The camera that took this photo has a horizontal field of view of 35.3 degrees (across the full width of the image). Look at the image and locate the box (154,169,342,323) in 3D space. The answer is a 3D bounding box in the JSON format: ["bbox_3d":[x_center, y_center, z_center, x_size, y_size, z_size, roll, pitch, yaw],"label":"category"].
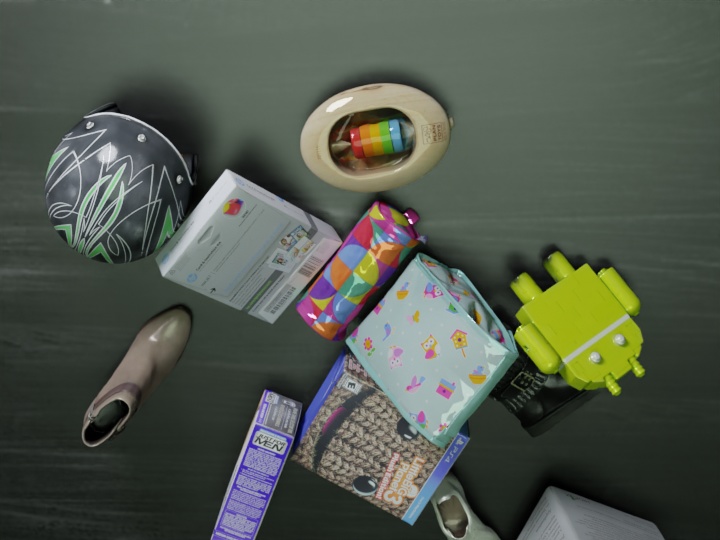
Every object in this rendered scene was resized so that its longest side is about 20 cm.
[{"bbox_3d":[-0.143,-0.025,1.471,0.199,0.041,0.156,26,112,-44],"label":"box"}]

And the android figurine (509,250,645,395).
[{"bbox_3d":[0.289,0.072,1.481,0.181,0.041,0.201,-29,72,-23],"label":"android figurine"}]

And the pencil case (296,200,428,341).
[{"bbox_3d":[0.000,0.000,1.506,0.088,0.089,0.200,37,107,-10],"label":"pencil case"}]

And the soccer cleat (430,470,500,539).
[{"bbox_3d":[0.151,0.378,1.628,0.069,0.078,0.201,-27,112,11],"label":"soccer cleat"}]

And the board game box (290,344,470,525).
[{"bbox_3d":[0.027,0.227,1.575,0.199,0.097,0.160,28,108,-7],"label":"board game box"}]

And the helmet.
[{"bbox_3d":[-0.302,-0.107,1.421,0.197,0.191,0.202,1,110,2],"label":"helmet"}]

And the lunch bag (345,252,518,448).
[{"bbox_3d":[0.104,0.107,1.475,0.121,0.200,0.171,21,114,-48],"label":"lunch bag"}]

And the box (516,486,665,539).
[{"bbox_3d":[0.322,0.453,1.588,0.198,0.172,0.200,21,108,-16],"label":"box"}]

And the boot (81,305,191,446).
[{"bbox_3d":[-0.304,0.151,1.534,0.070,0.146,0.201,34,106,-8],"label":"boot"}]

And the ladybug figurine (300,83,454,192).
[{"bbox_3d":[0.022,-0.173,1.451,0.197,0.072,0.137,-6,108,5],"label":"ladybug figurine"}]

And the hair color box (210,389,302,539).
[{"bbox_3d":[-0.146,0.284,1.594,0.064,0.109,0.202,22,108,-4],"label":"hair color box"}]

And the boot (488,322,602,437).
[{"bbox_3d":[0.251,0.116,1.538,0.211,0.080,0.158,-43,102,15],"label":"boot"}]
